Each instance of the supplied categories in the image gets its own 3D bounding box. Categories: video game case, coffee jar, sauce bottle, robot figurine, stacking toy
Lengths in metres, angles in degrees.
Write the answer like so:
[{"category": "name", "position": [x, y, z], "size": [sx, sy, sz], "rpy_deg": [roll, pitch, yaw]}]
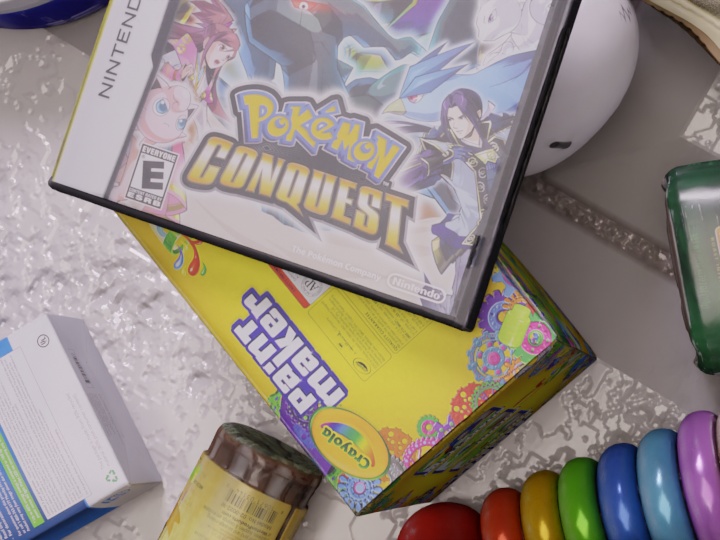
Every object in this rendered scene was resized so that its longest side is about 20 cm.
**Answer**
[{"category": "video game case", "position": [-0.017, -0.091, 0.853], "size": [0.198, 0.025, 0.182], "rpy_deg": [18, 89, 13]}, {"category": "coffee jar", "position": [0.251, -0.017, 0.952], "size": [0.198, 0.085, 0.105], "rpy_deg": [-12, 84, 11]}, {"category": "sauce bottle", "position": [-0.091, 0.178, 1.027], "size": [0.064, 0.065, 0.201], "rpy_deg": [29, 91, 13]}, {"category": "robot figurine", "position": [0.044, -0.137, 0.968], "size": [0.200, 0.125, 0.150], "rpy_deg": [45, 79, 3]}, {"category": "stacking toy", "position": [0.112, 0.127, 0.985], "size": [0.198, 0.085, 0.086], "rpy_deg": [-16, 83, 19]}]

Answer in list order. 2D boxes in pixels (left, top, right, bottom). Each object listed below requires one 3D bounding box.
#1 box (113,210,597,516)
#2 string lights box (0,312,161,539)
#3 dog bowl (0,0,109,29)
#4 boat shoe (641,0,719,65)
[{"category": "box", "position": [0.000, 0.000, 0.953], "size": [0.122, 0.193, 0.200], "rpy_deg": [-41, 78, 6]}, {"category": "string lights box", "position": [-0.220, 0.117, 1.064], "size": [0.199, 0.059, 0.103], "rpy_deg": [-30, 80, 9]}, {"category": "dog bowl", "position": [-0.192, -0.235, 1.072], "size": [0.198, 0.079, 0.202], "rpy_deg": [-1, 86, 13]}, {"category": "boat shoe", "position": [0.168, -0.151, 0.956], "size": [0.200, 0.072, 0.065], "rpy_deg": [41, 110, -5]}]
